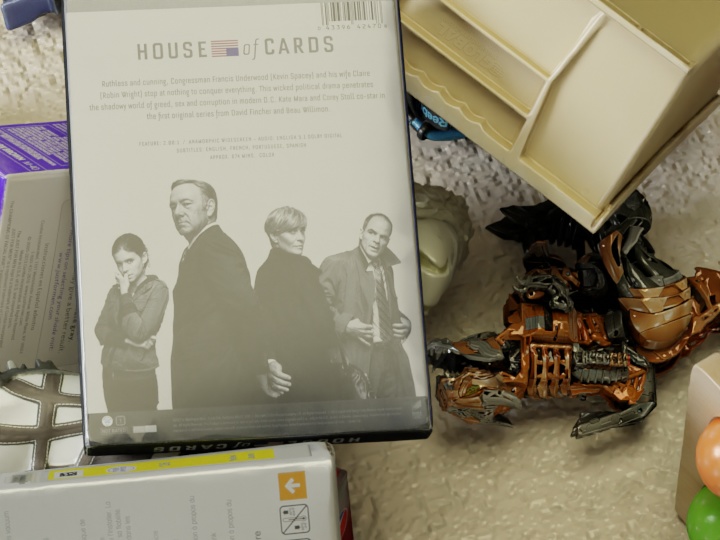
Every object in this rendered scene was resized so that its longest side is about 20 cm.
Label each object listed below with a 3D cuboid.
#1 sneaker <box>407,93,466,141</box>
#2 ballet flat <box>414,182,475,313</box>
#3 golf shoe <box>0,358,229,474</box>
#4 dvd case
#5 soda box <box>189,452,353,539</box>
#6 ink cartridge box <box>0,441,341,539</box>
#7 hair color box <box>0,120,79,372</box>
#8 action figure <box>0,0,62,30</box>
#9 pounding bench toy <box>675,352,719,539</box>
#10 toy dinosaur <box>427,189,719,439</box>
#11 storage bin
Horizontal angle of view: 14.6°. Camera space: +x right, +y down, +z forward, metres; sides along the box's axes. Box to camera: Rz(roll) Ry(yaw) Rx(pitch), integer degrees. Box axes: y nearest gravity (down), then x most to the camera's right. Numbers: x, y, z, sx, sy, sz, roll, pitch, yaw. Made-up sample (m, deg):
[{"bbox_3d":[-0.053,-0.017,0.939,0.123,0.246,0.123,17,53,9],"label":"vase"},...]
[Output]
[{"bbox_3d":[0.026,-0.114,1.456,0.199,0.073,0.082,10,52,9],"label":"sneaker"},{"bbox_3d":[0.000,0.000,1.318,0.199,0.072,0.072,-5,41,-50],"label":"ballet flat"},{"bbox_3d":[-0.122,0.086,1.219,0.199,0.078,0.095,-22,58,-8],"label":"golf shoe"},{"bbox_3d":[-0.050,-0.023,1.215,0.149,0.025,0.201,-2,75,-8],"label":"dvd case"},{"bbox_3d":[-0.105,0.102,1.295,0.199,0.070,0.064,19,57,16],"label":"soda box"},{"bbox_3d":[-0.102,0.180,1.179,0.199,0.047,0.199,-4,97,-2],"label":"ink cartridge box"},{"bbox_3d":[-0.107,-0.011,1.302,0.199,0.110,0.065,-6,26,-41],"label":"hair color box"},{"bbox_3d":[-0.126,-0.218,1.526,0.199,0.105,0.193,-29,47,-21],"label":"action figure"},{"bbox_3d":[0.209,0.065,1.281,0.156,0.125,0.200,-29,57,-19],"label":"pounding bench toy"},{"bbox_3d":[0.121,0.011,1.364,0.199,0.102,0.136,-9,63,-34],"label":"toy dinosaur"},{"bbox_3d":[0.086,-0.142,1.333,0.198,0.094,0.200,37,31,7],"label":"storage bin"}]
